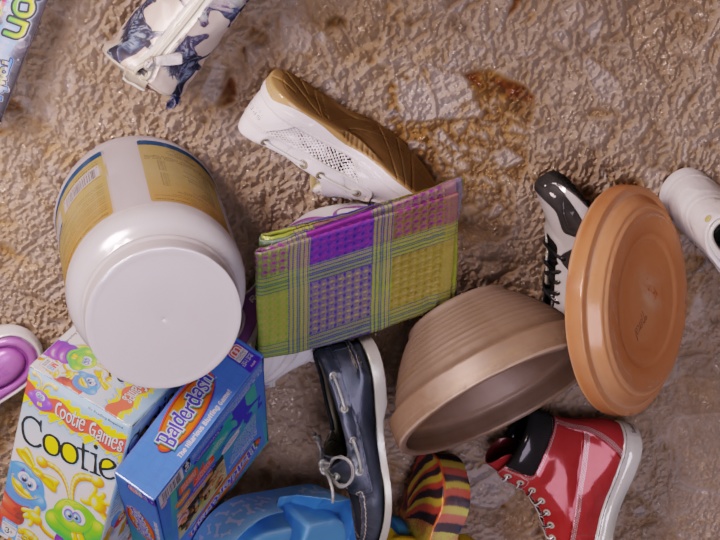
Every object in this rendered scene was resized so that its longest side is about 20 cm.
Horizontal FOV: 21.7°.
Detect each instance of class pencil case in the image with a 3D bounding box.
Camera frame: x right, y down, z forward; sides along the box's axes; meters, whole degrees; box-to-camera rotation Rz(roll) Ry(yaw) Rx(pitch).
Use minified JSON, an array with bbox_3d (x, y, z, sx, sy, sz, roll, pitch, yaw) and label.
[{"bbox_3d":[-0.120,-0.227,1.480,0.077,0.090,0.201,32,104,-25],"label":"pencil case"}]

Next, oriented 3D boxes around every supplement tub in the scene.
[{"bbox_3d":[-0.170,-0.008,1.514,0.143,0.200,0.146,-5,118,-10],"label":"supplement tub"}]

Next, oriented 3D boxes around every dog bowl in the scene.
[{"bbox_3d":[-0.078,0.250,1.705,0.199,0.049,0.112,-3,118,-51],"label":"dog bowl"}]

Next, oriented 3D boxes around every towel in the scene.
[{"bbox_3d":[0.000,0.000,1.585,0.198,0.023,0.145,-18,137,-19],"label":"towel"}]

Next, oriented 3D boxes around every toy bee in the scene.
[{"bbox_3d":[0.063,0.278,1.767,0.130,0.109,0.202,-10,123,-27],"label":"toy bee"}]

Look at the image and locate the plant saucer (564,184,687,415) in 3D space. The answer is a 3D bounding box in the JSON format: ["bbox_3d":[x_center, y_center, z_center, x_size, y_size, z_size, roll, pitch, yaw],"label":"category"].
[{"bbox_3d":[0.238,0.026,1.638,0.032,0.201,0.202,3,128,36],"label":"plant saucer"}]

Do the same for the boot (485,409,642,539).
[{"bbox_3d":[0.173,0.229,1.797,0.143,0.072,0.202,10,106,-18],"label":"boot"}]

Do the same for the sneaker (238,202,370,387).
[{"bbox_3d":[-0.047,0.022,1.646,0.200,0.075,0.099,-45,135,12],"label":"sneaker"}]

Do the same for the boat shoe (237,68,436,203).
[{"bbox_3d":[-0.018,-0.094,1.589,0.199,0.071,0.069,33,118,-27],"label":"boat shoe"}]

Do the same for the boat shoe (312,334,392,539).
[{"bbox_3d":[-0.008,0.156,1.666,0.061,0.075,0.202,-11,116,-16],"label":"boat shoe"}]

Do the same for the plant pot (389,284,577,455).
[{"bbox_3d":[0.106,0.077,1.665,0.199,0.093,0.201,-23,161,-8],"label":"plant pot"}]

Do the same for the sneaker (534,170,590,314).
[{"bbox_3d":[0.193,0.002,1.683,0.079,0.074,0.201,-26,119,3],"label":"sneaker"}]

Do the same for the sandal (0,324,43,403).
[{"bbox_3d":[-0.358,0.123,1.621,0.203,0.050,0.082,-44,118,10],"label":"sandal"}]

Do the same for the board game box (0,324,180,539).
[{"bbox_3d":[-0.227,0.151,1.590,0.102,0.105,0.201,29,128,12],"label":"board game box"}]

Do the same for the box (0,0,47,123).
[{"bbox_3d":[-0.299,-0.225,1.467,0.109,0.035,0.201,17,111,-21],"label":"box"}]

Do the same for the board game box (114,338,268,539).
[{"bbox_3d":[-0.139,0.157,1.594,0.153,0.045,0.200,-53,166,-22],"label":"board game box"}]

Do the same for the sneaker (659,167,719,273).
[{"bbox_3d":[0.361,-0.006,1.696,0.199,0.116,0.074,32,104,-27],"label":"sneaker"}]
